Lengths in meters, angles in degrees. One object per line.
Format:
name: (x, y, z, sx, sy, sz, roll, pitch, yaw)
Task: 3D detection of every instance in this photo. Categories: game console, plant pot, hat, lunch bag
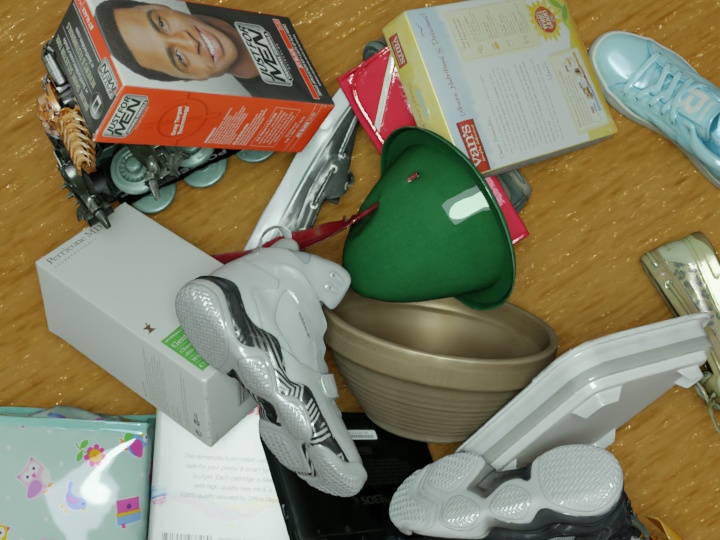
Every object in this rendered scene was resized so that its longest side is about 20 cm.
game console: (-0.022, 0.220, 0.964, 0.116, 0.199, 0.178, -35, 64, 31)
plant pot: (0.058, 0.080, 0.962, 0.197, 0.201, 0.094, 9, 104, 1)
hat: (0.000, 0.000, 0.924, 0.175, 0.200, 0.167, -31, 92, -22)
lunch bag: (-0.274, 0.201, 0.984, 0.196, 0.122, 0.174, 2, 87, -2)

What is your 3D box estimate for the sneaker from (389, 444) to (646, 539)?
sneaker: (0.123, 0.202, 0.902, 0.198, 0.076, 0.115, -13, 123, 32)

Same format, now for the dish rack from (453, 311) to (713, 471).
dish rack: (0.183, 0.109, 0.929, 0.170, 0.200, 0.044, -11, 64, -35)

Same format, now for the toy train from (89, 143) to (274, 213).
toy train: (-0.158, -0.133, 1.027, 0.198, 0.085, 0.115, -26, 77, -1)

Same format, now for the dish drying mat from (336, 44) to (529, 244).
dish drying mat: (0.061, -0.096, 0.991, 0.076, 0.018, 0.202, -31, 96, 11)

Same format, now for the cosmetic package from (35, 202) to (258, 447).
cosmetic package: (-0.161, 0.041, 0.958, 0.198, 0.086, 0.107, 30, 50, 25)

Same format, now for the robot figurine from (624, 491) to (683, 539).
robot figurine: (0.205, 0.242, 0.980, 0.200, 0.058, 0.145, 42, 128, -5)

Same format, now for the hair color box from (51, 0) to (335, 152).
hair color box: (-0.125, -0.151, 0.899, 0.061, 0.198, 0.102, -48, 59, 37)

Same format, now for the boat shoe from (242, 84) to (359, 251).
boat shoe: (-0.039, -0.077, 1.031, 0.056, 0.069, 0.202, 30, 93, -3)

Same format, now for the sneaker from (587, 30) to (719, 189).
sneaker: (0.289, -0.148, 1.021, 0.199, 0.082, 0.074, 38, 86, 3)

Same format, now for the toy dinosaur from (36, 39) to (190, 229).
toy dinosaur: (-0.217, -0.110, 0.913, 0.101, 0.201, 0.137, -18, 117, 20)

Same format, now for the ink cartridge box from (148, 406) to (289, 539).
ink cartridge box: (-0.103, 0.195, 1.001, 0.145, 0.086, 0.204, 4, 85, 1)

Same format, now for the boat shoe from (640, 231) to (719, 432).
boat shoe: (0.306, 0.069, 1.018, 0.062, 0.073, 0.203, -19, 76, 5)

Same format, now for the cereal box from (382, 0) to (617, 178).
cereal box: (0.122, -0.160, 0.992, 0.198, 0.039, 0.146, -18, 86, -37)

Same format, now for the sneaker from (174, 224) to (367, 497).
sneaker: (-0.039, 0.064, 0.868, 0.115, 0.075, 0.201, -43, 101, -32)

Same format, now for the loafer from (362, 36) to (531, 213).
loafer: (0.078, -0.127, 1.037, 0.063, 0.072, 0.201, -35, 94, -20)
